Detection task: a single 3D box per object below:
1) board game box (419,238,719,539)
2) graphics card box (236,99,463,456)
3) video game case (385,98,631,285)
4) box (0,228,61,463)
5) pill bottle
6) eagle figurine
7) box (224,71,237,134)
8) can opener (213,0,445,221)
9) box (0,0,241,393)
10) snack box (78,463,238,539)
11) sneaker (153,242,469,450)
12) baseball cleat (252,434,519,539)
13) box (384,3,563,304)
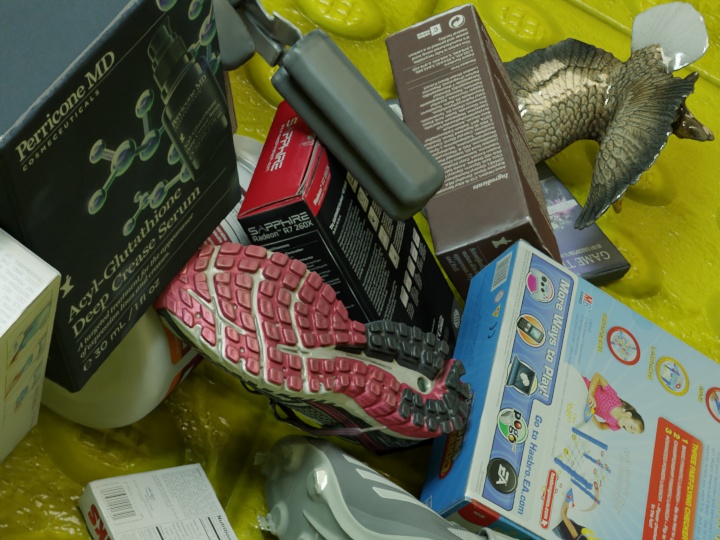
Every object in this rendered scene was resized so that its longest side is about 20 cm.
[{"bbox_3d":[0.145,0.112,1.039,0.196,0.056,0.200,31,48,-17],"label":"board game box"},{"bbox_3d":[0.000,0.000,1.031,0.200,0.051,0.126,59,27,-31],"label":"graphics card box"},{"bbox_3d":[0.099,-0.060,1.276,0.143,0.019,0.200,-13,58,-42],"label":"video game case"},{"bbox_3d":[-0.219,0.044,0.786,0.112,0.200,0.101,37,62,4],"label":"box"},{"bbox_3d":[-0.116,-0.003,0.992,0.113,0.113,0.200,37,38,5],"label":"pill bottle"},{"bbox_3d":[0.188,-0.112,1.281,0.200,0.152,0.151,-14,77,-48],"label":"eagle figurine"},{"bbox_3d":[-0.185,-0.105,1.000,0.200,0.078,0.095,5,30,26],"label":"box"},{"bbox_3d":[-0.037,-0.105,0.950,0.200,0.053,0.066,45,70,1],"label":"can opener"},{"bbox_3d":[-0.148,-0.066,0.806,0.107,0.200,0.149,27,61,20],"label":"box"},{"bbox_3d":[-0.078,0.192,0.880,0.072,0.024,0.200,-5,51,-37],"label":"snack box"},{"bbox_3d":[-0.033,0.054,0.931,0.200,0.075,0.081,30,49,-30],"label":"sneaker"},{"bbox_3d":[0.022,0.152,0.923,0.106,0.070,0.200,9,17,-34],"label":"baseball cleat"},{"bbox_3d":[0.081,-0.075,1.173,0.100,0.075,0.200,54,18,-51],"label":"box"}]
